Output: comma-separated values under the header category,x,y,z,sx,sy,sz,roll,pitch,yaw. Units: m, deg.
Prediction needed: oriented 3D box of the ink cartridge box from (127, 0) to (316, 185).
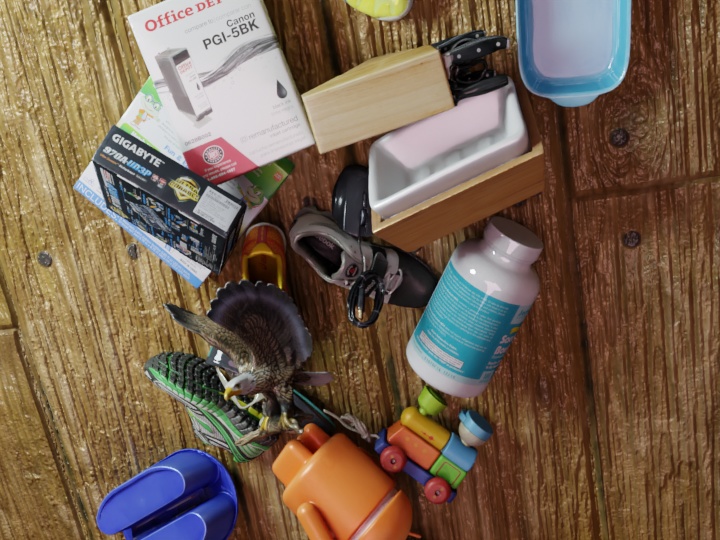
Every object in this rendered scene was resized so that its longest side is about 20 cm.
category,x,y,z,sx,sy,sz,roll,pitch,yaw
ink cartridge box,-0.149,-0.208,1.042,0.145,0.083,0.203,-22,100,1

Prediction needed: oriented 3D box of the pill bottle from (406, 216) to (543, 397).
category,x,y,z,sx,sy,sz,roll,pitch,yaw
pill bottle,0.139,0.041,1.110,0.109,0.111,0.202,24,114,-2

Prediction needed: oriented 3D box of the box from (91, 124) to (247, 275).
category,x,y,z,sx,sy,sz,roll,pitch,yaw
box,-0.208,-0.070,1.038,0.158,0.200,0.046,31,75,-3

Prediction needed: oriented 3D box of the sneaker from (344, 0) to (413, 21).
category,x,y,z,sx,sy,sz,roll,pitch,yaw
sneaker,-0.026,-0.338,1.004,0.199,0.077,0.075,41,110,-9

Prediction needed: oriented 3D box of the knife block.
category,x,y,z,sx,sy,sz,roll,pitch,yaw
knife block,0.060,-0.195,1.000,0.174,0.199,0.065,-2,115,42

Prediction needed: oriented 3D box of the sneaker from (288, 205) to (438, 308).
category,x,y,z,sx,sy,sz,roll,pitch,yaw
sneaker,0.000,0.000,1.131,0.198,0.089,0.075,25,112,-3

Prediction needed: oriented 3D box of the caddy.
category,x,y,z,sx,sy,sz,roll,pitch,yaw
caddy,-0.261,0.333,1.298,0.198,0.105,0.143,-31,80,19

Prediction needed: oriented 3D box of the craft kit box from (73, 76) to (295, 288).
category,x,y,z,sx,sy,sz,roll,pitch,yaw
craft kit box,-0.214,-0.114,1.142,0.199,0.049,0.198,40,115,-8

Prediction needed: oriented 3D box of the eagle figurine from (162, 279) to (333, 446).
category,x,y,z,sx,sy,sz,roll,pitch,yaw
eagle figurine,-0.127,0.102,1.117,0.150,0.151,0.203,-23,95,0

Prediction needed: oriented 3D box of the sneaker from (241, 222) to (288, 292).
category,x,y,z,sx,sy,sz,roll,pitch,yaw
sneaker,-0.119,0.040,1.161,0.072,0.078,0.202,-3,127,5

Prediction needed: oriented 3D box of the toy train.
category,x,y,z,sx,sy,sz,roll,pitch,yaw
toy train,0.064,0.194,1.206,0.199,0.085,0.116,36,101,-4

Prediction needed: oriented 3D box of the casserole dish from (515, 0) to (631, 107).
category,x,y,z,sx,sy,sz,roll,pitch,yaw
casserole dish,0.226,-0.279,1.009,0.119,0.039,0.203,-2,112,9

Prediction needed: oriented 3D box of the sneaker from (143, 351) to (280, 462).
category,x,y,z,sx,sy,sz,roll,pitch,yaw
sneaker,-0.205,0.185,1.241,0.199,0.078,0.085,40,113,-8

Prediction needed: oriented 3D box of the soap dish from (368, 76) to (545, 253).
category,x,y,z,sx,sy,sz,roll,pitch,yaw
soap dish,0.106,-0.115,1.037,0.198,0.158,0.082,-24,124,17

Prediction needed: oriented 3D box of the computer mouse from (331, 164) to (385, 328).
category,x,y,z,sx,sy,sz,roll,pitch,yaw
computer mouse,0.002,-0.033,1.080,0.058,0.203,0.034,3,157,-21

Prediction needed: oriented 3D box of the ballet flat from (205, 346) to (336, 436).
category,x,y,z,sx,sy,sz,roll,pitch,yaw
ballet flat,-0.122,0.163,1.221,0.200,0.073,0.073,44,112,-6

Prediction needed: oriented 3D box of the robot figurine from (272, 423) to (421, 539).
category,x,y,z,sx,sy,sz,roll,pitch,yaw
robot figurine,-0.018,0.286,1.173,0.200,0.144,0.117,42,90,9
